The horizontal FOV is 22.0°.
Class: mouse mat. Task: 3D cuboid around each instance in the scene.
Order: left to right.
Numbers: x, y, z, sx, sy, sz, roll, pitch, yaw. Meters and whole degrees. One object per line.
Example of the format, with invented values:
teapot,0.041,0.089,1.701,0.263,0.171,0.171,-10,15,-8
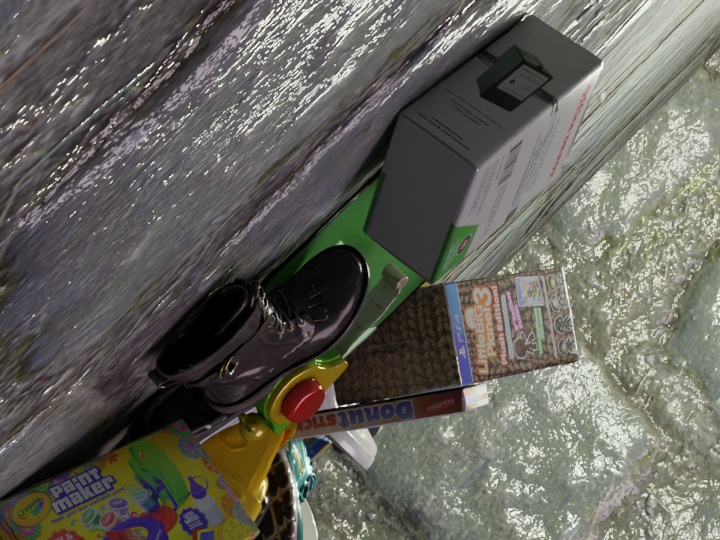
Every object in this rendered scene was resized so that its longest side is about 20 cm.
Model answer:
mouse mat,0.009,-0.010,1.650,0.200,0.008,0.161,-44,142,-9

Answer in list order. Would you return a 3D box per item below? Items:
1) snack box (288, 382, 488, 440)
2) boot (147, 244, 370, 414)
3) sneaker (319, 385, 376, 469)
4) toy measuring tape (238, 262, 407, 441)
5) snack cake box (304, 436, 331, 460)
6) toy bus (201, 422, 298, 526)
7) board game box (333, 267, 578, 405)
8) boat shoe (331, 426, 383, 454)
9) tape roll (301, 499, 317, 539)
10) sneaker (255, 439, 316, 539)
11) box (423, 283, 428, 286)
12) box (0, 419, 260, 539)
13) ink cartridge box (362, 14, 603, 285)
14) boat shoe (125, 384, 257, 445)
snack box,0.019,0.137,1.784,0.199,0.025,0.072,-11,177,22
boot,-0.076,0.039,1.499,0.200,0.069,0.174,-45,164,-6
sneaker,-0.015,0.109,1.899,0.116,0.200,0.074,-47,-143,-11
toy measuring tape,-0.040,0.068,1.609,0.200,0.074,0.074,-49,173,3
snack cake box,-0.120,0.184,1.923,0.067,0.115,0.200,-46,174,36
toy bus,-0.142,0.172,1.756,0.193,0.135,0.200,-60,-175,-34
board game box,0.090,0.064,1.825,0.159,0.098,0.199,-13,176,41
boat shoe,-0.005,0.099,1.984,0.068,0.071,0.201,-31,129,-53
tape roll,-0.135,0.259,1.921,0.037,0.203,0.203,-46,174,36
sneaker,-0.074,0.203,1.830,0.077,0.079,0.201,-40,-141,31
box,0.064,-0.039,1.878,0.050,0.075,0.200,-41,171,-31
box,-0.224,0.249,1.529,0.199,0.122,0.193,-23,159,-43
ink cartridge box,0.105,-0.104,1.570,0.200,0.084,0.146,-39,158,-40
boat shoe,-0.123,0.105,1.643,0.200,0.069,0.057,-39,171,-31
